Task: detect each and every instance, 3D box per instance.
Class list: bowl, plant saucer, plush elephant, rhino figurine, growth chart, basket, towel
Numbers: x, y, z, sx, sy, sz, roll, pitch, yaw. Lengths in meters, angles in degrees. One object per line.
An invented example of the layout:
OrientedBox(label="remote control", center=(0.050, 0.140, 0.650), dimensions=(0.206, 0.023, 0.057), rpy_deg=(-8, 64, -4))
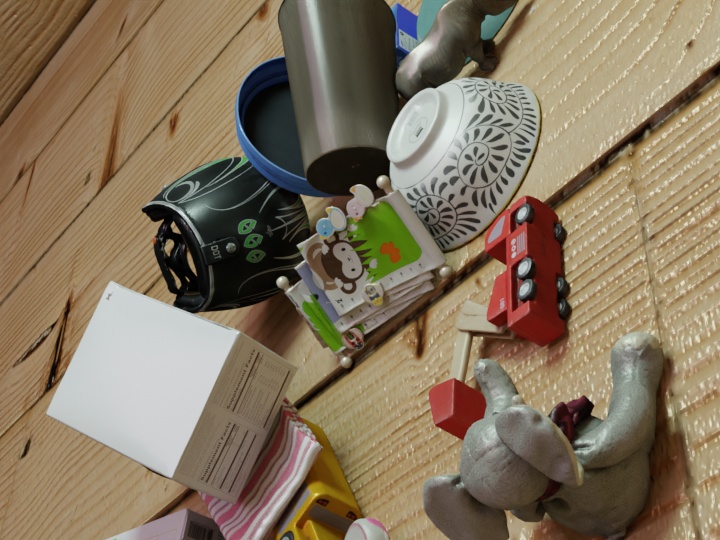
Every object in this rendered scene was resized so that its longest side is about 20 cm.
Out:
OrientedBox(label="bowl", center=(-0.058, -0.174, 1.574), dimensions=(0.040, 0.198, 0.203), rpy_deg=(116, 165, -52))
OrientedBox(label="plant saucer", center=(0.126, -0.335, 1.567), dimensions=(0.200, 0.036, 0.202), rpy_deg=(-41, 33, 34))
OrientedBox(label="plush elephant", center=(0.132, 0.135, 0.968), dimensions=(0.164, 0.154, 0.202), rpy_deg=(-40, 33, 36))
OrientedBox(label="rhino figurine", center=(0.114, -0.262, 1.459), dimensions=(0.201, 0.087, 0.060), rpy_deg=(-53, 28, 16))
OrientedBox(label="growth chart", center=(0.000, 0.000, 1.370), dimensions=(0.200, 0.145, 0.018), rpy_deg=(-41, 7, 32))
OrientedBox(label="basket", center=(-0.017, -0.201, 1.495), dimensions=(0.134, 0.180, 0.203), rpy_deg=(-14, 65, 17))
OrientedBox(label="towel", center=(-0.114, 0.201, 1.342), dimensions=(0.147, 0.030, 0.200), rpy_deg=(-59, 26, 4))
OrientedBox(label="bowl", center=(0.090, -0.132, 1.372), dimensions=(0.200, 0.094, 0.202), rpy_deg=(-41, 33, 34))

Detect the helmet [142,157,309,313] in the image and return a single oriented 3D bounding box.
OrientedBox(label="helmet", center=(-0.156, -0.048, 1.606), dimensions=(0.189, 0.202, 0.199), rpy_deg=(-25, 5, -35))

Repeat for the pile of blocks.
OrientedBox(label="pile of blocks", center=(0.009, 0.000, 1.417), dimensions=(0.200, 0.082, 0.062), rpy_deg=(-51, 6, 34))

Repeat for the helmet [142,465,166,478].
OrientedBox(label="helmet", center=(-0.204, 0.149, 1.514), dimensions=(0.200, 0.189, 0.202), rpy_deg=(-40, 33, 34))

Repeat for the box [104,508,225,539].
OrientedBox(label="box", center=(-0.207, 0.345, 1.419), dimensions=(0.199, 0.112, 0.103), rpy_deg=(-27, 42, 46))

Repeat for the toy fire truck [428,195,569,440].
OrientedBox(label="toy fire truck", center=(0.126, 0.042, 1.189), dimensions=(0.141, 0.048, 0.202), rpy_deg=(-39, 34, 39))

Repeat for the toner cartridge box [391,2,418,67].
OrientedBox(label="toner cartridge box", center=(0.001, -0.250, 1.700), dimensions=(0.200, 0.043, 0.096), rpy_deg=(-41, 31, 35))

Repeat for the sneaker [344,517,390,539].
OrientedBox(label="sneaker", center=(-0.039, 0.315, 1.175), dimensions=(0.202, 0.088, 0.081), rpy_deg=(-64, 27, -5))

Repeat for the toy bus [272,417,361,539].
OrientedBox(label="toy bus", center=(-0.053, 0.232, 1.310), dimensions=(0.079, 0.065, 0.200), rpy_deg=(-54, 27, 11))

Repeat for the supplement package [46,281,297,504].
OrientedBox(label="supplement package", center=(-0.195, 0.124, 1.333), dimensions=(0.198, 0.111, 0.157), rpy_deg=(18, 78, 37))
